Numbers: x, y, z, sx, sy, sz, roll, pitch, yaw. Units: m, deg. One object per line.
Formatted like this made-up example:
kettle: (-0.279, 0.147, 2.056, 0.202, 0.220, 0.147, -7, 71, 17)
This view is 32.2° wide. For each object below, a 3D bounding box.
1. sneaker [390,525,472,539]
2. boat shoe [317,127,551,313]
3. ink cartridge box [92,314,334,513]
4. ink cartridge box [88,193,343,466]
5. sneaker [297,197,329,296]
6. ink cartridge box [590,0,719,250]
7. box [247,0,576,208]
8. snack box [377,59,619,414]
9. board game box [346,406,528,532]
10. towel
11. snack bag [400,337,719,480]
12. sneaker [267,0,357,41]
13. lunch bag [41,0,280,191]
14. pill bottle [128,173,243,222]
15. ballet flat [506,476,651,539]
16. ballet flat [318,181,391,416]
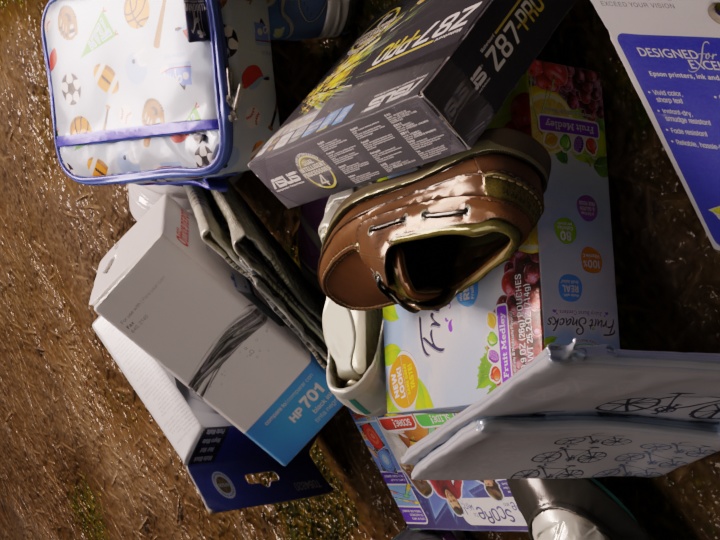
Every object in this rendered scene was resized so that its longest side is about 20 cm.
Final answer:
sneaker: (0.086, 0.271, 0.986, 0.200, 0.087, 0.075, 28, 130, 45)
boat shoe: (0.029, -0.013, 0.731, 0.072, 0.068, 0.200, 28, 146, -19)
ink cartridge box: (-0.115, 0.113, 1.096, 0.041, 0.199, 0.200, -44, 68, 19)
ink cartridge box: (-0.112, 0.045, 1.011, 0.200, 0.086, 0.146, 43, -173, -17)
sneaker: (0.010, -0.023, 0.937, 0.200, 0.072, 0.115, 32, 129, 47)
ink cartridge box: (0.218, -0.072, 0.571, 0.197, 0.047, 0.200, 18, 149, 51)
box: (0.034, -0.122, 0.772, 0.049, 0.161, 0.200, 45, 153, -20)
snack box: (0.082, -0.012, 0.795, 0.168, 0.067, 0.201, -15, 73, 57)
board game box: (0.073, 0.133, 0.946, 0.200, 0.034, 0.136, -16, 102, 57)
towel: (-0.071, 0.002, 0.974, 0.193, 0.034, 0.200, 52, 180, -32)
snack bag: (0.145, 0.088, 0.718, 0.200, 0.188, 0.022, 131, 138, -57)
sneaker: (-0.082, -0.252, 0.936, 0.200, 0.077, 0.076, 54, 146, 23)
lunch bag: (-0.146, -0.135, 0.908, 0.199, 0.075, 0.161, 1, 97, 40)
pill bottle: (-0.149, -0.134, 1.061, 0.116, 0.115, 0.201, 42, 138, 34)
ballet flat: (0.167, 0.197, 0.807, 0.200, 0.068, 0.068, 39, 131, 13)
ballet flat: (0.000, 0.000, 0.870, 0.069, 0.069, 0.201, -25, 63, 57)
